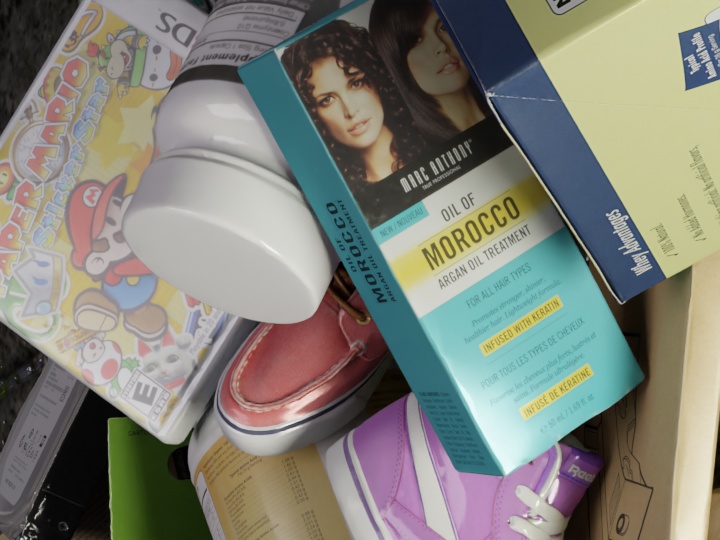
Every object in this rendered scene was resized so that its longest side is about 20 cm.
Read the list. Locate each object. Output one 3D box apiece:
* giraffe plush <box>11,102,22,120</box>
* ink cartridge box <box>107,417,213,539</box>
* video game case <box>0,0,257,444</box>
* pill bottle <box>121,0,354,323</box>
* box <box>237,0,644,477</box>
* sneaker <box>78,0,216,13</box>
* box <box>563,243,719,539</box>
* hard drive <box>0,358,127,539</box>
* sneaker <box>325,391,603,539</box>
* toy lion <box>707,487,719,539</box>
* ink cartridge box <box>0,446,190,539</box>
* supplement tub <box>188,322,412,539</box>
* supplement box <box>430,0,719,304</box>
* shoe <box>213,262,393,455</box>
[{"bbox_3d":[-0.115,-0.050,1.015,0.200,0.162,0.173,-165,64,-73],"label":"giraffe plush"},{"bbox_3d":[-0.064,0.180,1.005,0.076,0.148,0.200,-9,83,53],"label":"ink cartridge box"},{"bbox_3d":[-0.114,-0.040,0.932,0.182,0.023,0.200,33,95,21],"label":"video game case"},{"bbox_3d":[-0.025,-0.083,0.817,0.114,0.114,0.200,-11,49,52],"label":"pill bottle"},{"bbox_3d":[0.035,-0.019,0.741,0.200,0.082,0.049,61,159,-8],"label":"box"},{"bbox_3d":[-0.141,-0.163,1.184,0.200,0.077,0.091,58,149,39],"label":"sneaker"},{"bbox_3d":[0.123,0.086,0.787,0.163,0.021,0.200,176,101,-82],"label":"box"},{"bbox_3d":[-0.186,0.084,1.167,0.200,0.038,0.140,-64,21,-7],"label":"hard drive"},{"bbox_3d":[0.070,0.137,0.785,0.114,0.073,0.201,-32,71,16],"label":"sneaker"},{"bbox_3d":[0.239,0.154,0.688,0.200,0.069,0.192,-30,74,49],"label":"toy lion"},{"bbox_3d":[-0.165,0.220,1.199,0.200,0.075,0.165,-41,60,43],"label":"ink cartridge box"},{"bbox_3d":[-0.007,0.128,0.934,0.145,0.145,0.200,-49,53,41],"label":"supplement tub"},{"bbox_3d":[0.132,-0.120,0.643,0.200,0.200,0.134,-29,61,9],"label":"supplement box"},{"bbox_3d":[0.000,0.000,0.871,0.071,0.200,0.091,37,155,29],"label":"shoe"}]
